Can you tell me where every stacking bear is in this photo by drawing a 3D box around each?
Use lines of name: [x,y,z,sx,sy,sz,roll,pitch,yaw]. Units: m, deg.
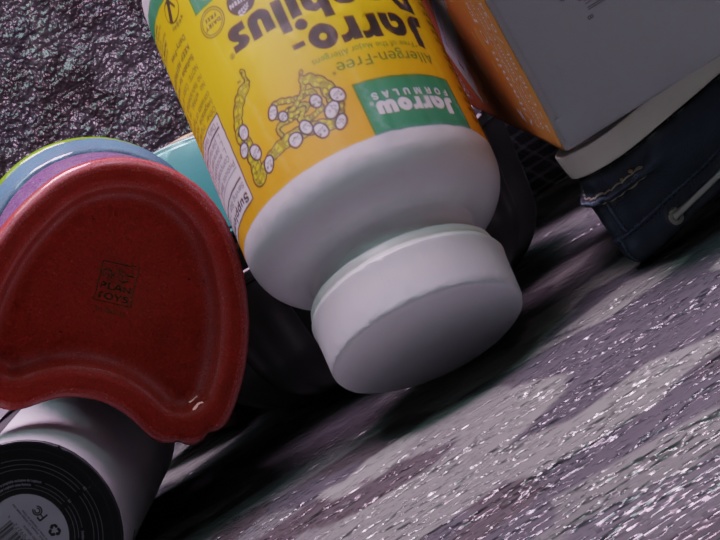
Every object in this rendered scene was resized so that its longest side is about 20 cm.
stacking bear: [-0.124,-0.004,1.105,0.200,0.121,0.115,-152,76,-73]

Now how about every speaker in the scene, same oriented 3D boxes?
speaker: [-0.130,0.093,1.092,0.081,0.082,0.200,-31,6,6]

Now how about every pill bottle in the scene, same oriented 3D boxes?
pill bottle: [-0.009,-0.055,1.029,0.112,0.201,0.113,-19,-26,-9]

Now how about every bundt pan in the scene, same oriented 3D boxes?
bundt pan: [0.000,0.000,1.189,0.201,0.076,0.202,-31,6,3]

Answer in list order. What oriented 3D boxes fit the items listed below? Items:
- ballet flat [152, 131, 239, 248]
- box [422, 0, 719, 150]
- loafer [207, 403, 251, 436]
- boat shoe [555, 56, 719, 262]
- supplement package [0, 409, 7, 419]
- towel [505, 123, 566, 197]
ballet flat: [-0.043,-0.049,1.241,0.199,0.069,0.063,-28,-21,17]
box: [0.076,-0.136,1.043,0.097,0.125,0.200,-31,11,-2]
loafer: [-0.082,0.037,1.319,0.067,0.076,0.200,-23,8,17]
boat shoe: [0.171,-0.078,1.026,0.200,0.062,0.075,-37,10,-23]
supplement package: [-0.247,0.115,1.321,0.199,0.118,0.117,-28,6,34]
towel: [0.061,-0.093,1.333,0.199,0.086,0.165,-25,-27,27]
